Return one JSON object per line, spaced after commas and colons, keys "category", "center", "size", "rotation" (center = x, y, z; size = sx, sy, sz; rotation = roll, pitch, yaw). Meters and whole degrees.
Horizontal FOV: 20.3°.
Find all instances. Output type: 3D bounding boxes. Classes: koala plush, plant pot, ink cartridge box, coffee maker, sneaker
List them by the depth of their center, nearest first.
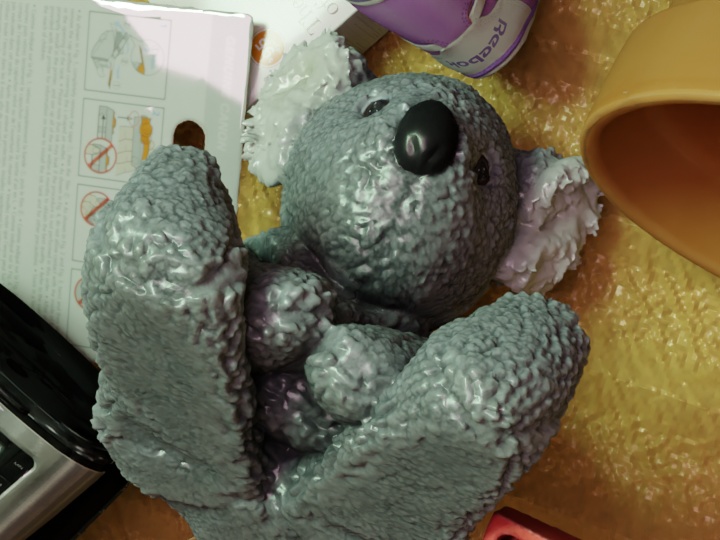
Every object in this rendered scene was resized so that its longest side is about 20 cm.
{"category": "plant pot", "center": [0.195, -0.072, 0.729], "size": [0.199, 0.200, 0.141], "rotation": [18, 75, 18]}
{"category": "koala plush", "center": [0.000, 0.000, 0.776], "size": [0.176, 0.184, 0.201], "rotation": [22, 54, 2]}
{"category": "coffee maker", "center": [-0.197, 0.099, 0.831], "size": [0.200, 0.192, 0.135], "rotation": [-47, 118, 1]}
{"category": "sneaker", "center": [0.019, -0.158, 0.847], "size": [0.072, 0.114, 0.201], "rotation": [-34, 44, 26]}
{"category": "ink cartridge box", "center": [-0.142, -0.046, 0.888], "size": [0.198, 0.047, 0.161], "rotation": [8, 100, 13]}

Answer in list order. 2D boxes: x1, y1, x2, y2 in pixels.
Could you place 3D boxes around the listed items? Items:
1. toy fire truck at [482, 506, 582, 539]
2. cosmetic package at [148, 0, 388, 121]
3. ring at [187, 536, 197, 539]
{"category": "toy fire truck", "center": [0.143, 0.148, 0.742], "size": [0.199, 0.141, 0.049], "rotation": [23, 93, 18]}
{"category": "cosmetic package", "center": [-0.075, -0.164, 0.885], "size": [0.082, 0.051, 0.200], "rotation": [-41, 75, 12]}
{"category": "ring", "center": [-0.018, 0.191, 0.791], "size": [0.201, 0.200, 0.019], "rotation": [52, 144, 14]}
